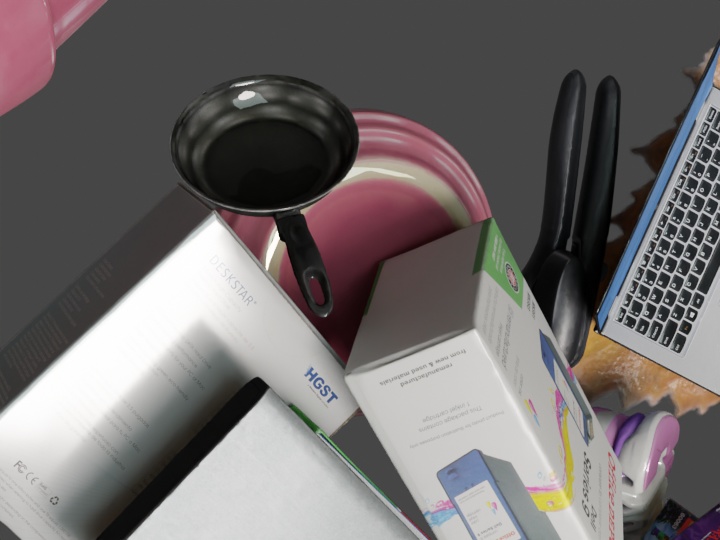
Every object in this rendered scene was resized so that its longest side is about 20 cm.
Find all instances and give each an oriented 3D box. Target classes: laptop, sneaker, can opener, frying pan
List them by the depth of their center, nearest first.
[{"bbox_3d":[-0.034,-0.050,0.907,0.114,0.190,0.031,-30,146,-23],"label":"frying pan"},{"bbox_3d":[0.240,-0.025,1.023,0.198,0.116,0.189,26,88,-23],"label":"laptop"},{"bbox_3d":[0.144,-0.031,1.028,0.063,0.078,0.203,13,86,-29],"label":"can opener"},{"bbox_3d":[0.162,0.172,1.079,0.080,0.088,0.202,-43,143,-49],"label":"sneaker"}]

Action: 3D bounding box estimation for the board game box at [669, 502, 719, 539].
[{"bbox_3d":[0.200,0.255,1.014,0.119,0.032,0.202,-26,133,-24],"label":"board game box"}]

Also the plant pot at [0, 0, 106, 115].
[{"bbox_3d":[-0.187,-0.201,0.808,0.178,0.199,0.202,-37,113,-24],"label":"plant pot"}]

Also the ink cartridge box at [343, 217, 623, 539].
[{"bbox_3d":[0.081,0.094,0.921,0.087,0.146,0.202,-21,111,19],"label":"ink cartridge box"}]

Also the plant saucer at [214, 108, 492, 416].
[{"bbox_3d":[0.000,0.000,0.988,0.198,0.051,0.204,-4,104,-19],"label":"plant saucer"}]

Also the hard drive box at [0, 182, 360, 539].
[{"bbox_3d":[-0.119,0.079,0.888,0.200,0.077,0.156,-42,116,-7],"label":"hard drive box"}]

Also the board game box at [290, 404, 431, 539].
[{"bbox_3d":[-0.023,0.199,0.903,0.153,0.040,0.200,-46,120,-6],"label":"board game box"}]

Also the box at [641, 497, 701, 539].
[{"bbox_3d":[0.229,0.250,1.090,0.137,0.038,0.200,-56,141,1],"label":"box"}]

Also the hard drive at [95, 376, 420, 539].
[{"bbox_3d":[-0.036,0.176,0.839,0.140,0.033,0.200,-45,112,-6],"label":"hard drive"}]
